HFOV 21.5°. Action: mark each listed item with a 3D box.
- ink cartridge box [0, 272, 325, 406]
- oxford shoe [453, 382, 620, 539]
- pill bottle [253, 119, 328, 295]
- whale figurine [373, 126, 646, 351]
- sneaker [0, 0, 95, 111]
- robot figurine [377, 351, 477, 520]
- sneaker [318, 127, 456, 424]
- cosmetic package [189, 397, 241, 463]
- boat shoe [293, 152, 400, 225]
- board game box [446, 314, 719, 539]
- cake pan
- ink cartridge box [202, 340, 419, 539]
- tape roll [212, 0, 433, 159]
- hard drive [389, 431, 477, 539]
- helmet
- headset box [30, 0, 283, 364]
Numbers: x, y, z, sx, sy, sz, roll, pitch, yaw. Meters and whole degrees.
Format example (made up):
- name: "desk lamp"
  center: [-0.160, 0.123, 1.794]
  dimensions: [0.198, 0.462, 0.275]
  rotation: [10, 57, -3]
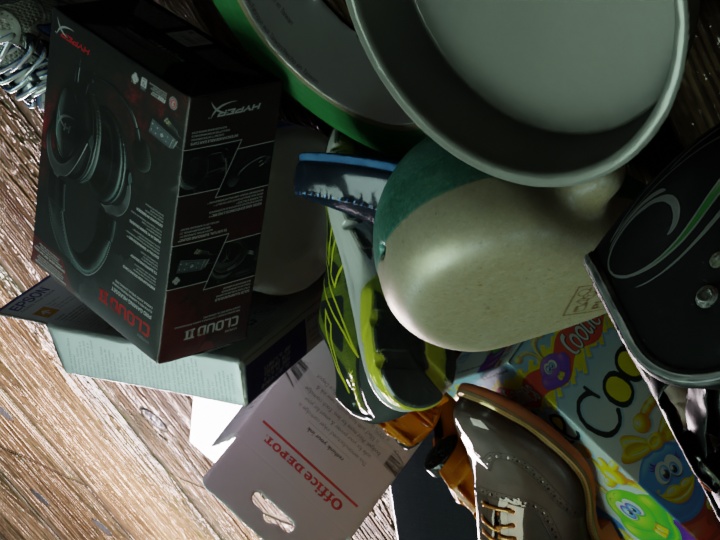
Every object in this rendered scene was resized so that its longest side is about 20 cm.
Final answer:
- name: "ink cartridge box"
  center: [-0.116, 0.022, 1.320]
  dimensions: [0.198, 0.196, 0.044]
  rotation: [8, 116, 27]
- name: "oxford shoe"
  center: [0.100, 0.147, 1.144]
  dimensions: [0.071, 0.073, 0.201]
  rotation: [15, 147, 46]
- name: "pill bottle"
  center: [-0.111, -0.059, 1.309]
  dimensions: [0.199, 0.114, 0.114]
  rotation: [18, 150, 42]
- name: "whale figurine"
  center: [0.102, -0.028, 1.007]
  dimensions: [0.160, 0.198, 0.105]
  rotation: [108, 152, -54]
- name: "sneaker"
  center: [-0.206, -0.146, 1.215]
  dimensions: [0.077, 0.200, 0.086]
  rotation: [-19, 89, 27]
- name: "robot figurine"
  center: [0.057, 0.083, 1.289]
  dimensions: [0.145, 0.058, 0.200]
  rotation: [45, -165, -15]
- name: "sneaker"
  center: [0.000, 0.000, 1.164]
  dimensions: [0.074, 0.202, 0.085]
  rotation: [8, 153, -30]
- name: "cosmetic package"
  center: [-0.083, 0.094, 1.568]
  dimensions: [0.071, 0.105, 0.200]
  rotation: [37, 156, 9]
- name: "boat shoe"
  center: [0.054, -0.021, 1.083]
  dimensions: [0.198, 0.069, 0.084]
  rotation: [14, -175, 9]
- name: "board game box"
  center: [0.166, 0.093, 1.176]
  dimensions: [0.200, 0.103, 0.105]
  rotation: [43, 157, -9]
- name: "cake pan"
  center: [0.075, -0.138, 0.887]
  dimensions: [0.199, 0.037, 0.202]
  rotation: [23, 129, 32]
- name: "ink cartridge box"
  center: [-0.026, 0.118, 1.393]
  dimensions: [0.116, 0.200, 0.067]
  rotation: [43, 158, -8]
- name: "tape roll"
  center: [-0.002, -0.148, 1.061]
  dimensions: [0.200, 0.048, 0.201]
  rotation: [33, 157, 16]
- name: "hard drive"
  center: [0.088, 0.170, 1.432]
  dimensions: [0.199, 0.042, 0.136]
  rotation: [-3, 97, 55]
- name: "helmet"
  center: [0.215, 0.014, 0.842]
  dimensions: [0.201, 0.190, 0.200]
  rotation: [60, -174, -11]
- name: "headset box"
  center: [-0.133, -0.051, 1.190]
  dimensions: [0.148, 0.077, 0.202]
  rotation: [35, 125, 38]
